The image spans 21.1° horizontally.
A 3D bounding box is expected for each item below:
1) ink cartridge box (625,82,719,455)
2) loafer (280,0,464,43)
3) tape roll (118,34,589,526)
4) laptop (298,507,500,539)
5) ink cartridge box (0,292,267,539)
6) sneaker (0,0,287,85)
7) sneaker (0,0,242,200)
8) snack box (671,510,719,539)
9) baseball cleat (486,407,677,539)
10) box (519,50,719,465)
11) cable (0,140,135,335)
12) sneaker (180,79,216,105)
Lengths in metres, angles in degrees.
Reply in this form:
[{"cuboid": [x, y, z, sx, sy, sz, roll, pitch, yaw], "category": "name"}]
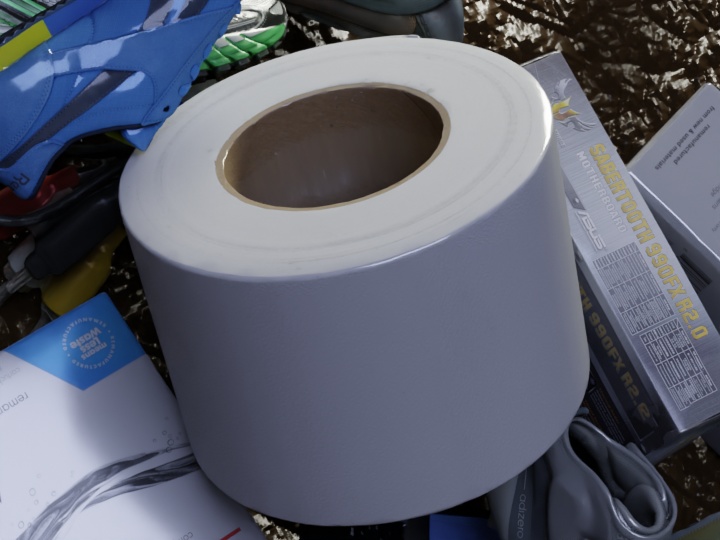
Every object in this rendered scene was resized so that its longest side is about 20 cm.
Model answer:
[{"cuboid": [0.208, 0.020, 1.041, 0.200, 0.145, 0.084, 44, 64, 3], "category": "ink cartridge box"}, {"cuboid": [-0.023, -0.156, 1.053, 0.072, 0.063, 0.199, -39, 43, -25], "category": "loafer"}, {"cuboid": [0.000, 0.000, 0.898, 0.200, 0.140, 0.204, -9, 34, 6], "category": "tape roll"}, {"cuboid": [0.050, 0.190, 0.955, 0.102, 0.200, 0.179, -8, 67, 20], "category": "laptop"}, {"cuboid": [-0.122, 0.128, 0.949, 0.115, 0.068, 0.201, -31, 81, -24], "category": "ink cartridge box"}, {"cuboid": [-0.127, -0.131, 0.956, 0.198, 0.078, 0.086, -3, 91, -26], "category": "sneaker"}, {"cuboid": [-0.096, -0.107, 0.902, 0.199, 0.066, 0.079, -36, 102, -16], "category": "sneaker"}, {"cuboid": [0.188, 0.179, 0.945, 0.037, 0.200, 0.117, -2, 71, -20], "category": "snack box"}, {"cuboid": [0.121, 0.167, 0.950, 0.069, 0.106, 0.202, -20, 86, -36], "category": "baseball cleat"}, {"cuboid": [0.106, 0.010, 1.009, 0.048, 0.159, 0.201, -23, 77, -22], "category": "box"}, {"cuboid": [-0.120, -0.053, 0.987, 0.199, 0.050, 0.097, -37, 102, -1], "category": "cable"}, {"cuboid": [-0.150, -0.099, 1.019, 0.145, 0.081, 0.201, 23, 60, -2], "category": "sneaker"}]
